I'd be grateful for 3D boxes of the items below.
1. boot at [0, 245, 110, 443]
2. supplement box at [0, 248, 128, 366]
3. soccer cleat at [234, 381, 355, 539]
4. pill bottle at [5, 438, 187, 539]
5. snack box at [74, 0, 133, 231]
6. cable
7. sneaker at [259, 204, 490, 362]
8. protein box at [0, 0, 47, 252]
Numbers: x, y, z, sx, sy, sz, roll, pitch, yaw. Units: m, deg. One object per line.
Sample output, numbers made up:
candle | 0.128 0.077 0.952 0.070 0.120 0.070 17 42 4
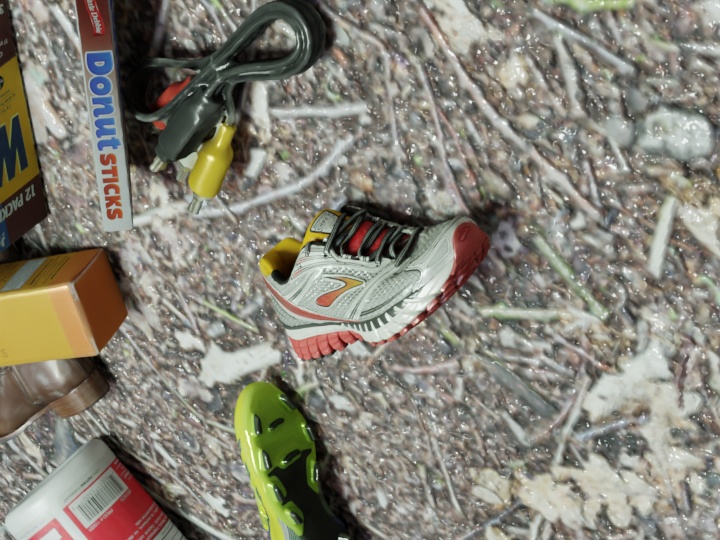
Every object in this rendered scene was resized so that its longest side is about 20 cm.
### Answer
boot | -0.324 0.044 1.333 0.185 0.064 0.201 -21 111 36
supplement box | -0.289 0.035 1.234 0.197 0.069 0.067 -8 116 19
soccer cleat | -0.061 0.174 1.197 0.083 0.065 0.202 4 125 44
pill bottle | -0.209 0.257 1.372 0.201 0.112 0.112 50 142 -4
snack box | -0.171 -0.126 1.037 0.024 0.072 0.202 -5 132 -6
cable | -0.087 -0.124 0.999 0.200 0.050 0.098 -42 74 40
sneaker | 0.000 0.000 0.976 0.199 0.078 0.083 -20 107 50
protein box | -0.364 -0.118 1.172 0.197 0.135 0.202 23 137 27
